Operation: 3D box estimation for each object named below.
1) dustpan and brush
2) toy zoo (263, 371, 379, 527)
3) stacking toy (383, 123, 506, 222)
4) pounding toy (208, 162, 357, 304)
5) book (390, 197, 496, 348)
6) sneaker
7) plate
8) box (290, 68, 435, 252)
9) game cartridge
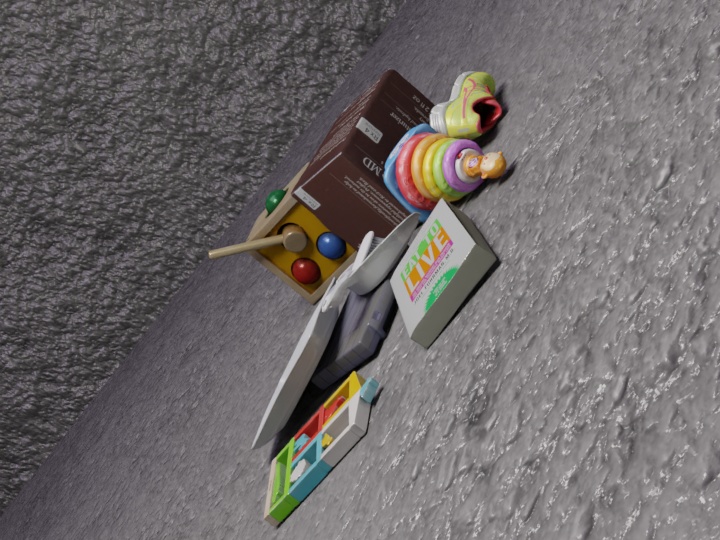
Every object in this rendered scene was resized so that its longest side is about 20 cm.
[{"bbox_3d":[0.000,0.000,1.446,0.139,0.057,0.201,-39,19,43],"label":"dustpan and brush"},{"bbox_3d":[-0.044,0.204,1.300,0.200,0.020,0.132,-48,14,16],"label":"toy zoo"},{"bbox_3d":[0.130,-0.138,1.455,0.117,0.110,0.199,-53,24,-17],"label":"stacking toy"},{"bbox_3d":[-0.111,-0.055,1.782,0.184,0.199,0.143,-43,16,31],"label":"pounding toy"},{"bbox_3d":[0.096,0.002,1.311,0.134,0.048,0.200,-54,15,11],"label":"book"},{"bbox_3d":[0.176,-0.241,1.608,0.089,0.079,0.201,-2,32,29],"label":"sneaker"},{"bbox_3d":[-0.081,0.131,1.491,0.202,0.032,0.200,-62,4,23],"label":"plate"},{"bbox_3d":[0.028,-0.165,1.672,0.164,0.165,0.201,-32,25,52],"label":"box"},{"bbox_3d":[0.007,0.060,1.466,0.129,0.038,0.201,-34,23,43],"label":"game cartridge"}]
